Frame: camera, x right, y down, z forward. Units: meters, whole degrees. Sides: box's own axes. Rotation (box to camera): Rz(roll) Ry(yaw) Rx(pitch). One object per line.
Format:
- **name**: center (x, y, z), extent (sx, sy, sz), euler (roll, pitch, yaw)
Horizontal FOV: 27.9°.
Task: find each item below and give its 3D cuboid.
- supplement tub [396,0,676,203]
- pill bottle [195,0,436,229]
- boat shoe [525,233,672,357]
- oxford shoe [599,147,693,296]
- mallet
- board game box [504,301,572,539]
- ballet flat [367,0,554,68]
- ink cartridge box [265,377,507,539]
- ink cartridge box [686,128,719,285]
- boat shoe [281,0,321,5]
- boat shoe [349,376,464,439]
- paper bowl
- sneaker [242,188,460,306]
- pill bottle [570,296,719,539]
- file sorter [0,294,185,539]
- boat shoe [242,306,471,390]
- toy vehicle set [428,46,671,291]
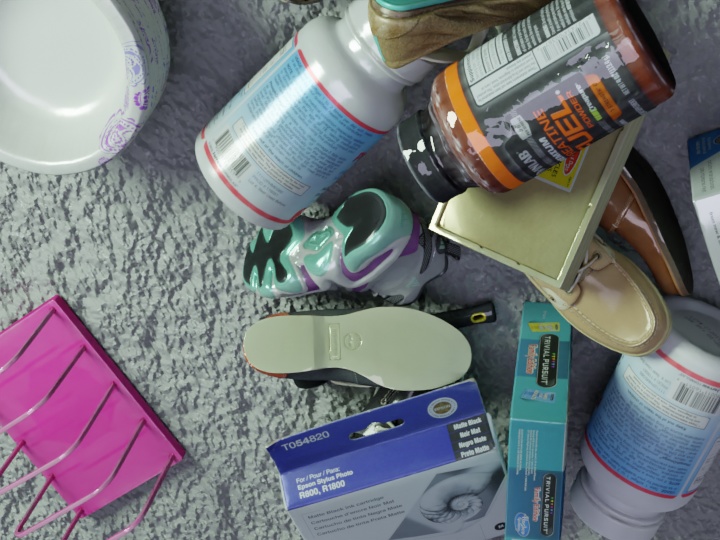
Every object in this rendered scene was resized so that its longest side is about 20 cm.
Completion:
- **supplement tub**: center (0.127, -0.128, 1.080), extent (0.199, 0.107, 0.107), euler (-30, 107, 21)
- **pill bottle**: center (-0.034, -0.133, 1.177), extent (0.109, 0.109, 0.200), euler (44, 115, -12)
- **boat shoe**: center (0.166, -0.005, 1.175), extent (0.200, 0.064, 0.072), euler (43, 100, 22)
- **oxford shoe**: center (0.209, -0.060, 1.194), extent (0.071, 0.071, 0.201), euler (-30, 96, 25)
- **mallet**: center (0.025, 0.066, 1.302), extent (0.197, 0.041, 0.067), euler (-5, 113, 8)
- **board game box**: center (0.151, 0.140, 1.220), extent (0.046, 0.200, 0.153), euler (4, 116, 8)
- **ballet flat**: center (0.095, -0.199, 1.103), extent (0.198, 0.068, 0.073), euler (-22, 135, -23)
- **ink cartridge box**: center (0.035, 0.195, 1.293), extent (0.197, 0.041, 0.201), euler (-18, 137, 5)
- **ink cartridge box**: center (0.360, -0.075, 1.112), extent (0.198, 0.145, 0.085), euler (-17, 110, 17)
- **boat shoe**: center (-0.044, -0.247, 1.117), extent (0.198, 0.073, 0.075), euler (0, 127, 34)
- **boat shoe**: center (0.019, 0.153, 1.328), extent (0.074, 0.060, 0.200), euler (42, 115, -11)
- **paper bowl**: center (-0.251, -0.188, 1.183), extent (0.198, 0.105, 0.203), euler (8, 124, 11)
- **sneaker**: center (0.000, 0.000, 1.256), extent (0.139, 0.079, 0.199), euler (25, 155, -38)
- **pill bottle**: center (0.256, 0.132, 1.241), extent (0.108, 0.109, 0.202), euler (22, 117, -1)
- **file sorter**: center (-0.290, 0.159, 1.351), extent (0.138, 0.126, 0.201), euler (-30, 107, 22)
- **boat shoe**: center (-0.003, 0.069, 1.257), extent (0.197, 0.063, 0.072), euler (1, 82, 0)
- **toy vehicle set**: center (0.147, -0.100, 1.141), extent (0.123, 0.026, 0.202), euler (26, 97, 25)
